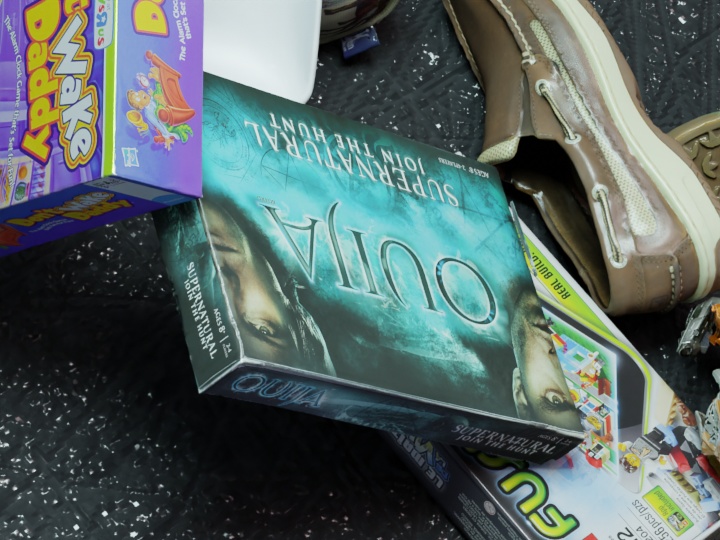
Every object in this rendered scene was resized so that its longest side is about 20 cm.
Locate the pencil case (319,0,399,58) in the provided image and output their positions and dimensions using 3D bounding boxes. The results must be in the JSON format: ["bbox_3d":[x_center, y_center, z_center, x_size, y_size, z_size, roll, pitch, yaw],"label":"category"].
[{"bbox_3d":[-0.030,-0.196,1.360,0.089,0.078,0.201,-4,59,-15],"label":"pencil case"}]

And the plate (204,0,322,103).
[{"bbox_3d":[-0.107,-0.179,1.253,0.199,0.200,0.032,7,16,0],"label":"plate"}]

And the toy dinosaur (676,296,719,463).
[{"bbox_3d":[0.211,0.033,1.295,0.135,0.102,0.200,24,54,10],"label":"toy dinosaur"}]

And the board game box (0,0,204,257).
[{"bbox_3d":[-0.120,-0.115,1.150,0.045,0.134,0.201,14,70,-43],"label":"board game box"}]

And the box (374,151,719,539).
[{"bbox_3d":[0.064,0.053,1.259,0.110,0.035,0.200,-32,73,-34],"label":"box"}]

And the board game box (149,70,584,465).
[{"bbox_3d":[0.000,0.000,1.177,0.200,0.028,0.136,14,49,-45],"label":"board game box"}]

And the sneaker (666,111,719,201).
[{"bbox_3d":[0.228,-0.056,1.382,0.199,0.090,0.067,-9,102,-1],"label":"sneaker"}]

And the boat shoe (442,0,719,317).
[{"bbox_3d":[0.082,-0.064,1.317,0.075,0.075,0.203,-23,60,-22],"label":"boat shoe"}]
